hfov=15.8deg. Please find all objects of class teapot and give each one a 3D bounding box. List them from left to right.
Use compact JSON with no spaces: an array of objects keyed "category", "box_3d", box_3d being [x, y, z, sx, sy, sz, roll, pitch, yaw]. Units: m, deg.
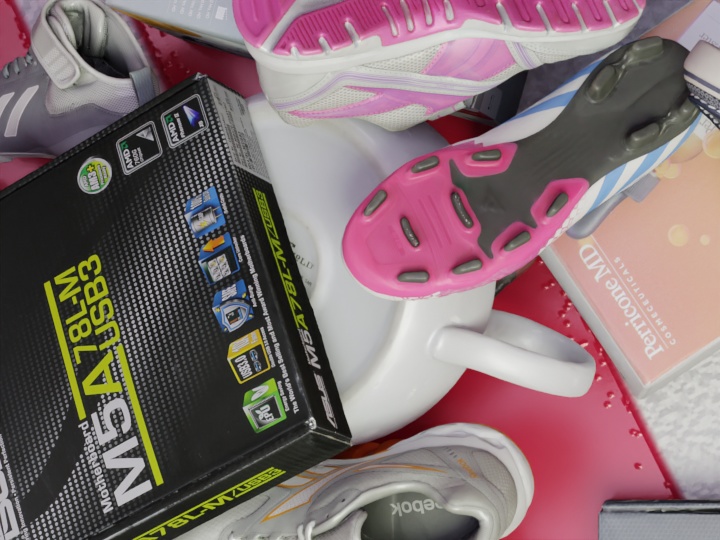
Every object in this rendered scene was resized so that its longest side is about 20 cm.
[{"category":"teapot","box_3d":[0.000,0.000,1.335,0.197,0.146,0.201,-25,75,31]}]

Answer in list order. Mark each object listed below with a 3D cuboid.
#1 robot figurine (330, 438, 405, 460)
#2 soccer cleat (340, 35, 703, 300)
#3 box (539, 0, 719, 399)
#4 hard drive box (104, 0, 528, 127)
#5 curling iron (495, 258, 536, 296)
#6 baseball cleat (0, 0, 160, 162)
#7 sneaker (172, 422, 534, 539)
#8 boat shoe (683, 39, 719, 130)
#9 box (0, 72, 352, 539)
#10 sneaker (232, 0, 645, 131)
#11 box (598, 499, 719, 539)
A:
[{"category":"robot figurine","box_3d":[-0.015,0.150,1.362,0.199,0.117,0.144,-9,104,24]},{"category":"soccer cleat","box_3d":[0.080,-0.039,1.234,0.200,0.086,0.070,-30,79,-10]},{"category":"box","box_3d":[0.184,-0.051,1.332,0.200,0.106,0.153,-34,83,-1]},{"category":"hard drive box","box_3d":[-0.014,-0.141,1.359,0.199,0.156,0.077,16,92,11]},{"category":"curling iron","box_3d":[0.078,-0.019,1.403,0.200,0.026,0.050,-43,79,6]},{"category":"baseball cleat","box_3d":[-0.166,-0.103,1.388,0.200,0.070,0.107,16,122,43]},{"category":"sneaker","box_3d":[-0.019,0.127,1.242,0.199,0.092,0.076,-19,98,15]},{"category":"boat shoe","box_3d":[0.209,-0.021,1.217,0.200,0.075,0.093,33,96,-25]},{"category":"box","box_3d":[-0.117,0.034,1.268,0.193,0.047,0.201,-27,65,20]},{"category":"sneaker","box_3d":[0.036,-0.117,1.236,0.199,0.088,0.082,-6,60,-8]},{"category":"box","box_3d":[0.205,0.220,1.361,0.157,0.051,0.201,0,89,12]}]
